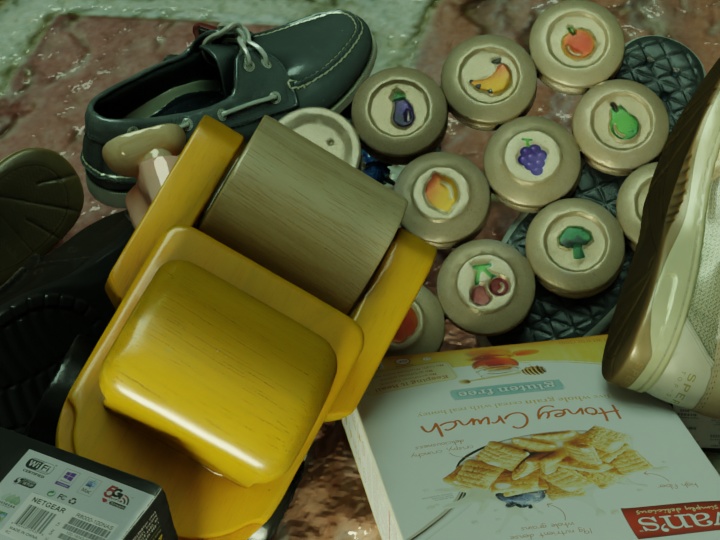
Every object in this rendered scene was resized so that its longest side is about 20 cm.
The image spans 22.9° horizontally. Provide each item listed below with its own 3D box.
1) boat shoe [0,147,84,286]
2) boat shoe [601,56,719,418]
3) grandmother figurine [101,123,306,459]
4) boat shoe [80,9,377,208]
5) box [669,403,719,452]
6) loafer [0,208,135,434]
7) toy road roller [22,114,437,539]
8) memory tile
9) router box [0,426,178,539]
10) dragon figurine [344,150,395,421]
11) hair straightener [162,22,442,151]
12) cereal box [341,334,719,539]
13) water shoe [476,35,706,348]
[{"bbox_3d":[-0.240,0.005,0.975,0.200,0.073,0.065,-35,15,-13],"label":"boat shoe"},{"bbox_3d":[0.172,-0.024,0.837,0.065,0.072,0.200,23,63,-3],"label":"boat shoe"},{"bbox_3d":[-0.072,0.030,0.880,0.061,0.121,0.200,-30,61,25],"label":"grandmother figurine"},{"bbox_3d":[-0.072,-0.106,1.014,0.200,0.062,0.073,-31,48,-23],"label":"boat shoe"},{"bbox_3d":[0.250,0.021,0.874,0.200,0.049,0.161,1,45,13],"label":"box"},{"bbox_3d":[-0.160,0.029,0.937,0.071,0.073,0.200,2,29,45],"label":"loafer"},{"bbox_3d":[-0.050,0.026,0.755,0.123,0.146,0.200,30,75,-5],"label":"toy road roller"},{"bbox_3d":[0.064,-0.045,0.896,0.200,0.017,0.153,-23,73,-5],"label":"memory tile"},{"bbox_3d":[-0.161,0.129,0.748,0.200,0.157,0.052,16,48,26],"label":"router box"},{"bbox_3d":[0.000,0.000,0.935,0.099,0.059,0.200,-19,43,-10],"label":"dragon figurine"},{"bbox_3d":[-0.040,-0.094,1.071,0.200,0.041,0.077,22,54,25],"label":"hair straightener"},{"bbox_3d":[0.076,0.091,0.782,0.144,0.040,0.200,-5,23,-9],"label":"cereal box"},{"bbox_3d":[0.127,-0.027,0.940,0.071,0.079,0.200,29,78,12],"label":"water shoe"}]
